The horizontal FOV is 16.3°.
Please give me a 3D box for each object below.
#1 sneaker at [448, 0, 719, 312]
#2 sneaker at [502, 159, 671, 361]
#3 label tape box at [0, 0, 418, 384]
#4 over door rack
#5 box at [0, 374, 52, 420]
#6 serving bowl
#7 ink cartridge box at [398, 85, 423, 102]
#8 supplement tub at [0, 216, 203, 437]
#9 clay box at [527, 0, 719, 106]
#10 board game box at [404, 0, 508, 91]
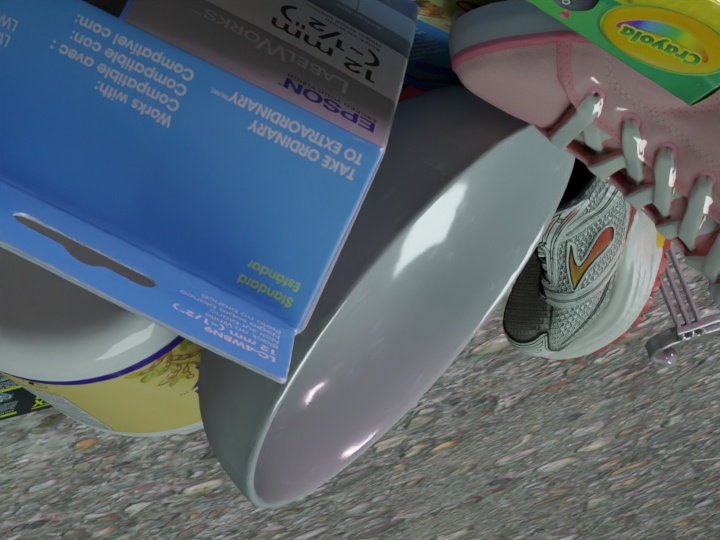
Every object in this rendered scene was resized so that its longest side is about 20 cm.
[{"bbox_3d":[0.125,-0.034,0.923,0.200,0.105,0.075,12,167,-9],"label":"sneaker"},{"bbox_3d":[0.098,-0.034,1.137,0.082,0.078,0.200,2,139,-18],"label":"sneaker"},{"bbox_3d":[-0.063,-0.060,0.814,0.066,0.143,0.200,-61,-173,23],"label":"label tape box"},{"bbox_3d":[0.227,-0.048,1.352,0.200,0.148,0.067,-22,161,9],"label":"over door rack"},{"bbox_3d":[-0.204,0.039,1.308,0.200,0.044,0.160,-14,163,-20],"label":"box"},{"bbox_3d":[0.000,0.000,1.025,0.200,0.066,0.200,-45,162,-18],"label":"serving bowl"},{"bbox_3d":[0.132,-0.083,1.241,0.200,0.086,0.147,-27,161,28],"label":"ink cartridge box"},{"bbox_3d":[-0.104,-0.006,1.103,0.145,0.146,0.200,-22,163,5],"label":"supplement tub"},{"bbox_3d":[0.068,-0.136,0.795,0.200,0.115,0.048,30,137,-27],"label":"clay box"},{"bbox_3d":[0.051,-0.110,0.965,0.152,0.045,0.200,-5,163,42],"label":"board game box"}]
